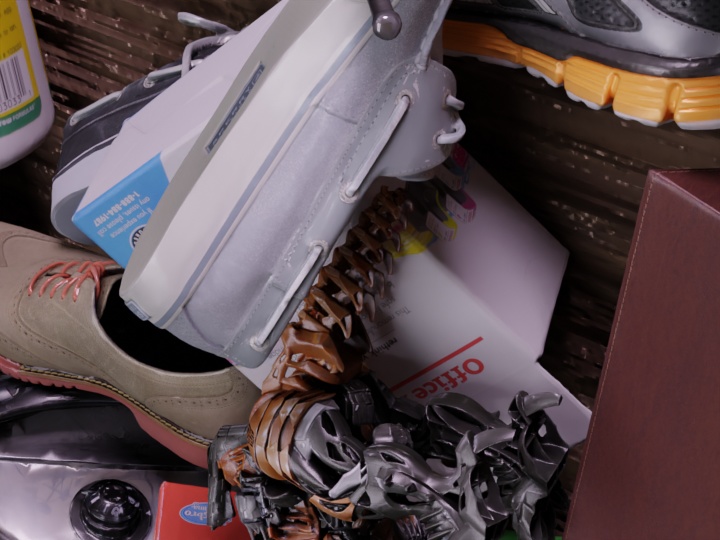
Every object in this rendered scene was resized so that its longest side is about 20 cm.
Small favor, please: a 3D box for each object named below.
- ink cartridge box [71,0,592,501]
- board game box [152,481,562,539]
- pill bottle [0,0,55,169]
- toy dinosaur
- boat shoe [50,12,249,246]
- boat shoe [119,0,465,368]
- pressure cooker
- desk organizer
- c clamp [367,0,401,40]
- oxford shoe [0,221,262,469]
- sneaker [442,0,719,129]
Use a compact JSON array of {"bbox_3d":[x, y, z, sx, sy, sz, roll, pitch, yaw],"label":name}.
[{"bbox_3d":[0.000,0.000,0.865,0.200,0.068,0.115,43,131,-20],"label":"ink cartridge box"},{"bbox_3d":[0.000,0.170,0.948,0.198,0.041,0.154,8,132,-6],"label":"board game box"},{"bbox_3d":[-0.220,-0.149,1.030,0.112,0.112,0.202,13,123,43],"label":"pill bottle"},{"bbox_3d":[-0.001,0.074,0.817,0.135,0.102,0.201,17,135,23],"label":"toy dinosaur"},{"bbox_3d":[-0.055,-0.072,0.930,0.199,0.073,0.069,-25,54,39],"label":"boat shoe"},{"bbox_3d":[-0.004,-0.055,0.752,0.071,0.070,0.201,33,100,-16],"label":"boat shoe"},{"bbox_3d":[-0.124,0.118,1.043,0.178,0.175,0.201,39,141,22],"label":"pressure cooker"},{"bbox_3d":[0.136,0.049,0.795,0.077,0.071,0.201,36,136,31],"label":"desk organizer"},{"bbox_3d":[0.043,-0.177,0.678,0.201,0.027,0.171,-61,20,12],"label":"c clamp"},{"bbox_3d":[-0.116,0.013,0.948,0.199,0.071,0.075,23,147,20],"label":"oxford shoe"},{"bbox_3d":[0.066,-0.112,0.777,0.199,0.078,0.078,22,115,34],"label":"sneaker"}]
